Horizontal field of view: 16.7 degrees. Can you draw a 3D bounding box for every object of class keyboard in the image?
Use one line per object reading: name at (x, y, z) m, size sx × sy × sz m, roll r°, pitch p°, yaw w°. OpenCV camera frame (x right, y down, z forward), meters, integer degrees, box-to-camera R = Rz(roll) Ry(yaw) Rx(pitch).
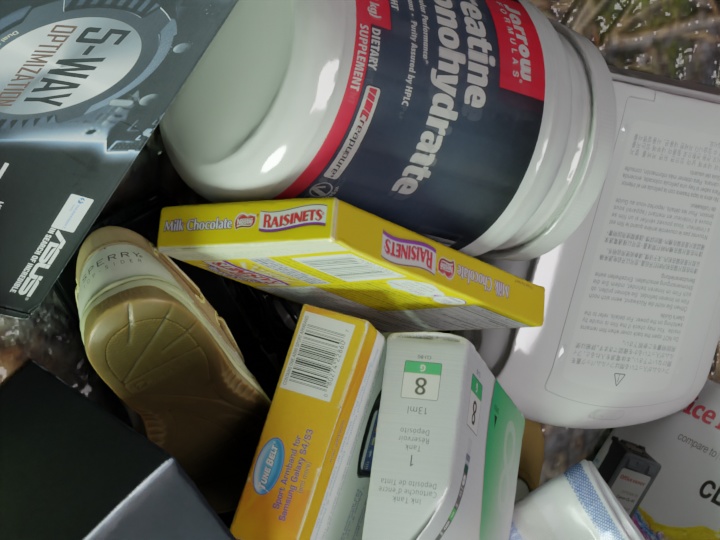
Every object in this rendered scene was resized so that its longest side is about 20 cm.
keyboard at (-0.077, 0.040, 1.258) m, size 0.103 × 0.040 × 0.201 m, roll -26°, pitch 123°, yaw 2°

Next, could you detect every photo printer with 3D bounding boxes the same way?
photo printer at (0.138, -0.011, 1.358) m, size 0.165 × 0.069 × 0.202 m, roll 7°, pitch 103°, yaw -36°

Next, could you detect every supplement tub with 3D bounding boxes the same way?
supplement tub at (0.014, -0.084, 1.200) m, size 0.199 × 0.140 × 0.141 m, roll 13°, pitch 99°, yaw -37°

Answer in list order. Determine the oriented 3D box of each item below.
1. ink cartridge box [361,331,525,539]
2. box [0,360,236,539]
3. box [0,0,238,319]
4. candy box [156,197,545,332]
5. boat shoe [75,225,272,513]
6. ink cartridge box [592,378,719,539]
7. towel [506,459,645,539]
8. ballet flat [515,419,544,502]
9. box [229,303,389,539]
ink cartridge box at (0.038, 0.148, 1.235) m, size 0.161 × 0.050 × 0.202 m, roll 52°, pitch 42°, yaw -68°
box at (-0.115, 0.166, 1.194) m, size 0.107 × 0.148 × 0.201 m, roll -43°, pitch 126°, yaw -15°
box at (-0.166, -0.080, 1.086) m, size 0.160 × 0.044 × 0.201 m, roll 17°, pitch 116°, yaw -45°
candy box at (0.000, 0.000, 1.194) m, size 0.200 × 0.102 × 0.027 m, roll 22°, pitch 72°, yaw -55°
boat shoe at (-0.087, 0.049, 1.198) m, size 0.073 × 0.067 × 0.201 m, roll -21°, pitch 143°, yaw -1°
ink cartridge box at (0.185, 0.169, 1.405) m, size 0.085 × 0.147 × 0.201 m, roll 35°, pitch 85°, yaw -38°
towel at (0.083, 0.212, 1.313) m, size 0.199 × 0.024 × 0.147 m, roll -33°, pitch 82°, yaw -3°
ballet flat at (0.052, 0.168, 1.365) m, size 0.201 × 0.063 × 0.069 m, roll -54°, pitch 128°, yaw -8°
box at (-0.006, 0.099, 1.254) m, size 0.200 × 0.041 × 0.120 m, roll 49°, pitch 57°, yaw -71°
